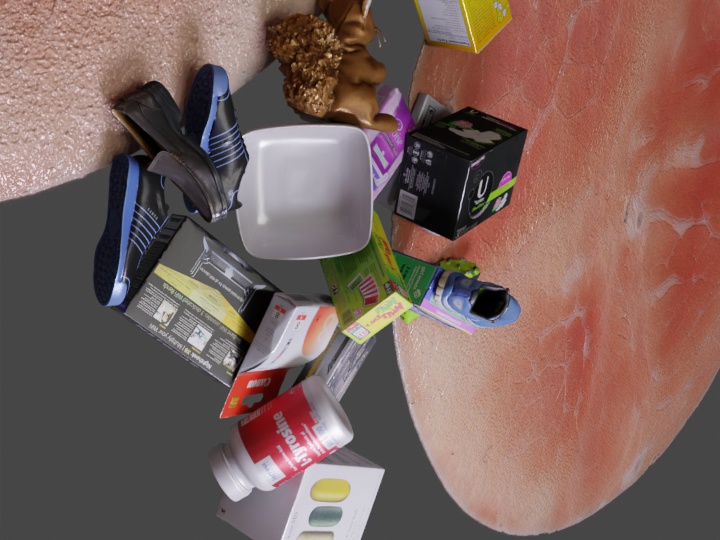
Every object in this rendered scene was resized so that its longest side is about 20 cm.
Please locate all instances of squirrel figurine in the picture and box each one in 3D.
[{"bbox_3d":[-0.037,-0.308,1.511,0.199,0.141,0.188,5,95,-52],"label":"squirrel figurine"}]

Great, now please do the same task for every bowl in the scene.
[{"bbox_3d":[-0.084,-0.121,1.526,0.198,0.075,0.201,-3,111,-6],"label":"bowl"}]

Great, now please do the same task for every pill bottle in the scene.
[{"bbox_3d":[-0.119,0.250,1.545,0.199,0.113,0.112,-32,135,3],"label":"pill bottle"}]

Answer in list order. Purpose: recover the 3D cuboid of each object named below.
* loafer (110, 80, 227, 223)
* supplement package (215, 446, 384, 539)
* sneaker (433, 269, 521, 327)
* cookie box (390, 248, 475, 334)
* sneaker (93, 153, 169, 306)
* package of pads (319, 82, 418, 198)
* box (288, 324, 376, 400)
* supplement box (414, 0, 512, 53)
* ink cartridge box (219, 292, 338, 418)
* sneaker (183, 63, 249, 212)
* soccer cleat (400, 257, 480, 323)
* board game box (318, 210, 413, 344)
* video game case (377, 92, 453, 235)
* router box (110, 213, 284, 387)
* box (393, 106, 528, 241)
[{"bbox_3d":[-0.242,-0.140,1.335,0.072,0.073,0.201,-32,85,-33],"label":"loafer"},{"bbox_3d":[-0.095,0.356,1.695,0.199,0.150,0.153,18,92,-50],"label":"supplement package"},{"bbox_3d":[0.200,0.057,1.647,0.199,0.089,0.079,17,94,-51],"label":"sneaker"},{"bbox_3d":[0.081,0.023,1.723,0.171,0.199,0.076,29,83,-50],"label":"cookie box"},{"bbox_3d":[-0.292,-0.050,1.370,0.078,0.070,0.201,6,99,-42],"label":"sneaker"},{"bbox_3d":[0.004,-0.185,1.649,0.200,0.075,0.121,-54,141,-18],"label":"package of pads"},{"bbox_3d":[-0.048,0.162,1.702,0.201,0.048,0.159,-58,167,-14],"label":"box"},{"bbox_3d":[0.152,-0.465,1.679,0.110,0.108,0.201,-46,135,-26],"label":"supplement box"},{"bbox_3d":[-0.111,0.129,1.528,0.162,0.050,0.201,4,110,-66],"label":"ink cartridge box"},{"bbox_3d":[-0.189,-0.175,1.418,0.078,0.070,0.201,-3,109,-38],"label":"sneaker"},{"bbox_3d":[0.141,0.034,1.913,0.199,0.067,0.081,-24,140,-40],"label":"soccer cleat"},{"bbox_3d":[0.000,0.000,1.566,0.101,0.201,0.048,-37,135,17],"label":"board game box"},{"bbox_3d":[0.121,-0.180,1.827,0.182,0.023,0.201,25,85,-50],"label":"video game case"},{"bbox_3d":[-0.221,0.043,1.462,0.200,0.052,0.158,41,73,-31],"label":"router box"},{"bbox_3d":[0.166,-0.163,1.733,0.200,0.124,0.149,-31,140,-48],"label":"box"}]
